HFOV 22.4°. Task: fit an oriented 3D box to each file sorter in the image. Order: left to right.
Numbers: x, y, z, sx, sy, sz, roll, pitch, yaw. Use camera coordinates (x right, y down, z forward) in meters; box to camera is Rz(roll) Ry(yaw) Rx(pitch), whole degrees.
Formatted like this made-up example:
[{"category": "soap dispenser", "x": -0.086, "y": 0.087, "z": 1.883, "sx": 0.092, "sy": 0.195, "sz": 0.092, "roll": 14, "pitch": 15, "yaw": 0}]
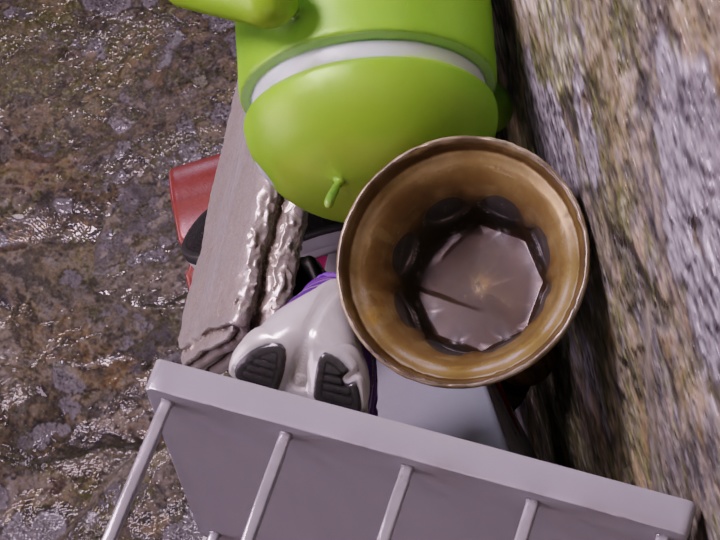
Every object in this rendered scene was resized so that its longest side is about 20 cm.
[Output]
[{"category": "file sorter", "x": 0.007, "y": 0.140, "z": 0.668, "sx": 0.139, "sy": 0.199, "sz": 0.125, "roll": 81, "pitch": -155, "yaw": -60}]

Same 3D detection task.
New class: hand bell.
[{"category": "hand bell", "x": 0.063, "y": 0.021, "z": 0.819, "sx": 0.200, "sy": 0.103, "sz": 0.105, "roll": 47, "pitch": -151, "yaw": -70}]

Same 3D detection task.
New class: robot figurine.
[{"category": "robot figurine", "x": 0.002, "y": -0.111, "z": 0.814, "sx": 0.175, "sy": 0.115, "sz": 0.202, "roll": 20, "pitch": -121, "yaw": -48}]

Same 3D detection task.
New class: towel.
[{"category": "towel", "x": -0.048, "y": -0.048, "z": 0.931, "sx": 0.132, "sy": 0.034, "sz": 0.202, "roll": 152, "pitch": 132, "yaw": -69}]

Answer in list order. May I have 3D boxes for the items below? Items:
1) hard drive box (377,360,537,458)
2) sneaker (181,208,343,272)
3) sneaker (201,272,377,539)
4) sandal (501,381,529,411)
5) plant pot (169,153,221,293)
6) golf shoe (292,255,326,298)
[{"category": "hard drive box", "x": 0.058, "y": 0.135, "z": 0.886, "sx": 0.200, "sy": 0.076, "sz": 0.156, "roll": -106, "pitch": -10, "yaw": -55}, {"category": "sneaker", "x": 0.000, "y": 0.000, "z": 1.063, "sx": 0.121, "sy": 0.199, "sz": 0.084, "roll": 56, "pitch": -137, "yaw": -32}, {"category": "sneaker", "x": -0.018, "y": 0.092, "z": 0.804, "sx": 0.084, "sy": 0.080, "sz": 0.201, "roll": -56, "pitch": -19, "yaw": -57}, {"category": "sandal", "x": 0.039, "y": 0.000, "z": 0.958, "sx": 0.055, "sy": 0.081, "sz": 0.201, "roll": 49, "pitch": 167, "yaw": 53}, {"category": "plant pot", "x": -0.036, "y": -0.023, "z": 1.375, "sx": 0.201, "sy": 0.194, "sz": 0.202, "roll": 168, "pitch": 90, "yaw": -88}, {"category": "golf shoe", "x": -0.044, "y": 0.065, "z": 0.944, "sx": 0.200, "sy": 0.078, "sz": 0.098, "roll": -74, "pitch": -29, "yaw": -63}]
